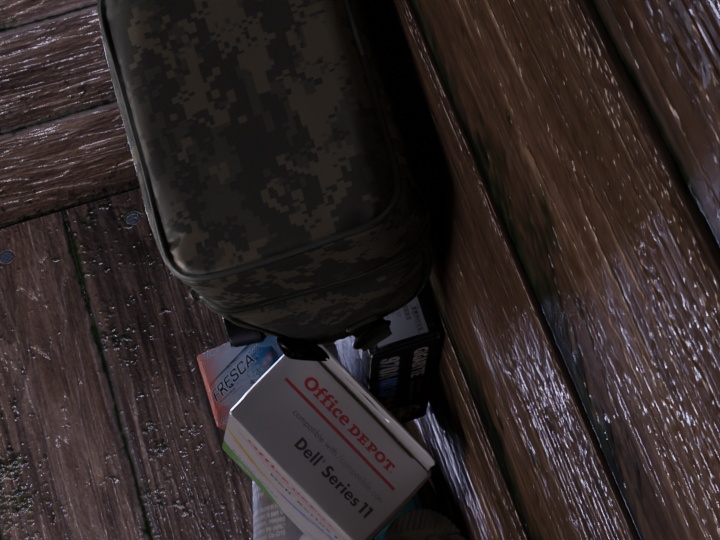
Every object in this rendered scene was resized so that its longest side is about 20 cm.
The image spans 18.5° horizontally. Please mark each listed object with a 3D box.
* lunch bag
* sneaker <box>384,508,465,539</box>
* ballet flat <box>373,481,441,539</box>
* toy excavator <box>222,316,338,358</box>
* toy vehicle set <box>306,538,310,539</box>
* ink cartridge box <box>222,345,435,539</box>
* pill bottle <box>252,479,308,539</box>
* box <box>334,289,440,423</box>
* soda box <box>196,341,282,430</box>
[{"bbox_3d":[-0.038,-0.067,1.156,0.168,0.138,0.201,42,-151,-70],"label":"lunch bag"},{"bbox_3d":[0.049,0.261,1.411,0.100,0.069,0.202,120,144,-64],"label":"sneaker"},{"bbox_3d":[0.045,0.223,1.502,0.072,0.067,0.202,-1,-105,-75],"label":"ballet flat"},{"bbox_3d":[-0.044,0.007,1.674,0.200,0.099,0.196,-70,-35,-76],"label":"toy excavator"},{"bbox_3d":[-0.002,0.236,1.498,0.200,0.026,0.125,-22,-84,-55],"label":"toy vehicle set"},{"bbox_3d":[-0.023,0.114,1.370,0.117,0.067,0.200,45,167,6],"label":"ink cartridge box"},{"bbox_3d":[-0.022,0.190,1.608,0.114,0.113,0.202,93,175,-73],"label":"pill bottle"},{"bbox_3d":[0.000,0.000,1.352,0.200,0.046,0.160,91,161,-72],"label":"box"},{"bbox_3d":[-0.059,0.104,1.800,0.200,0.068,0.064,35,-145,-67],"label":"soda box"}]
